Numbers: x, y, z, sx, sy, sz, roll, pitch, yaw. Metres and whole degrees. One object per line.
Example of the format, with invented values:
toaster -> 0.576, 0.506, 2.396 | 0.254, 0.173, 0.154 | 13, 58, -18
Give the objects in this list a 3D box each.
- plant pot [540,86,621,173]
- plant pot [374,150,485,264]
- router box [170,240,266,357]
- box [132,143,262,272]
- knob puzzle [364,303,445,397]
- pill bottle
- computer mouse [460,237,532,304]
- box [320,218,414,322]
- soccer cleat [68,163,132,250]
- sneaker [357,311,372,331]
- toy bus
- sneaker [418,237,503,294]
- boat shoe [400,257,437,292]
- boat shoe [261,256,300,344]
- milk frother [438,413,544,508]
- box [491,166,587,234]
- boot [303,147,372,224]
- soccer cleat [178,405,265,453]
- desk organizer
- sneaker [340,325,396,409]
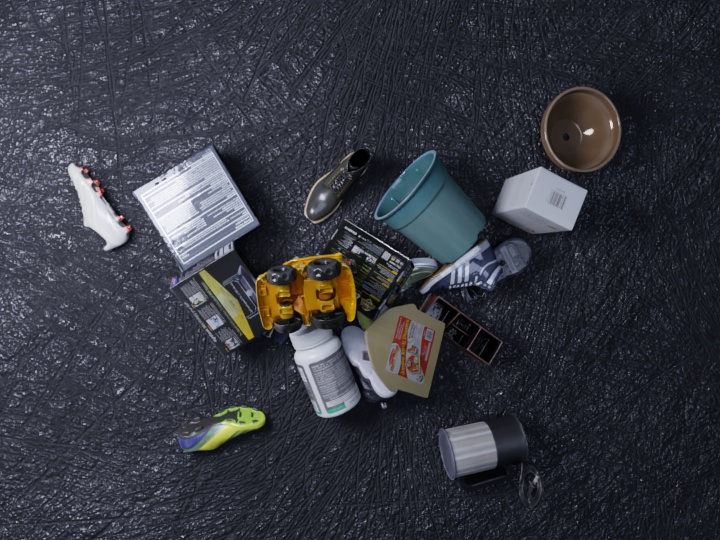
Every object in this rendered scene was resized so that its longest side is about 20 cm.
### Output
plant pot -> 0.521, -0.335, 1.432 | 0.197, 0.093, 0.205 | 0, 91, -10
plant pot -> 0.169, -0.132, 1.340 | 0.195, 0.200, 0.201 | 39, 85, -14
router box -> -0.280, 0.063, 1.248 | 0.156, 0.052, 0.202 | -30, 116, 1
box -> -0.349, -0.132, 1.285 | 0.198, 0.123, 0.200 | -32, 95, -5
knob puzzle -> 0.087, 0.170, 1.308 | 0.217, 0.030, 0.224 | 4, 83, -31
pill bottle -> -0.082, 0.217, 1.324 | 0.112, 0.113, 0.203 | -22, 104, -8
computer mouse -> 0.321, -0.017, 1.431 | 0.198, 0.053, 0.140 | -24, 96, 5
box -> 0.000, 0.000, 1.336 | 0.199, 0.049, 0.161 | 32, 87, 21
soccer cleat -> -0.584, -0.138, 1.280 | 0.077, 0.069, 0.201 | -34, 98, -4
sneaker -> 0.064, 0.151, 1.370 | 0.078, 0.090, 0.201 | -36, 94, -5
toy bus -> -0.117, 0.028, 1.246 | 0.196, 0.192, 0.138 | -7, 113, -5
sneaker -> 0.241, 0.024, 1.377 | 0.199, 0.070, 0.109 | -35, 94, 3
boat shoe -> 0.086, 0.022, 1.372 | 0.197, 0.072, 0.063 | -14, 68, 5
boat shoe -> -0.167, 0.073, 1.349 | 0.092, 0.075, 0.201 | 33, 94, -14
milk frother -> 0.302, 0.451, 1.358 | 0.185, 0.200, 0.184 | -10, 96, -8
box -> 0.409, -0.157, 1.362 | 0.123, 0.200, 0.099 | 24, 87, -9
boot -> -0.054, -0.198, 1.323 | 0.077, 0.138, 0.201 | 37, 87, -8
soccer cleat -> -0.314, 0.366, 1.340 | 0.197, 0.065, 0.085 | -10, 122, -13
desk organizer -> 0.236, 0.140, 1.403 | 0.199, 0.077, 0.072 | 35, 86, -8
sneaker -> 0.010, 0.232, 1.371 | 0.075, 0.115, 0.201 | -23, 58, -25
